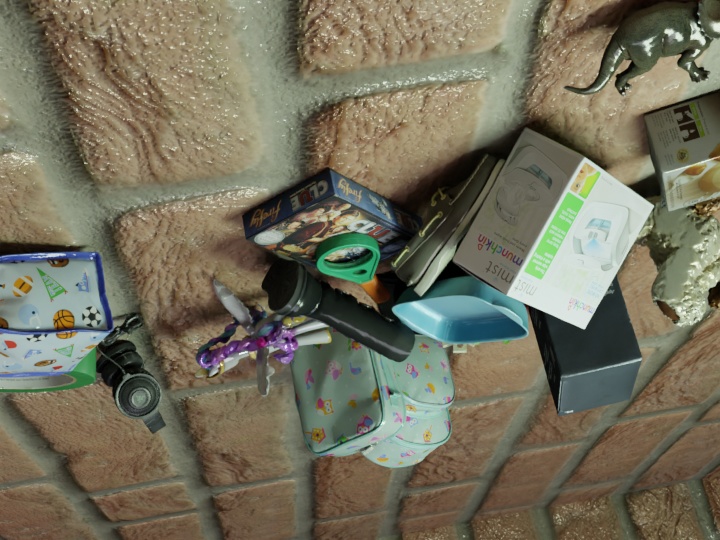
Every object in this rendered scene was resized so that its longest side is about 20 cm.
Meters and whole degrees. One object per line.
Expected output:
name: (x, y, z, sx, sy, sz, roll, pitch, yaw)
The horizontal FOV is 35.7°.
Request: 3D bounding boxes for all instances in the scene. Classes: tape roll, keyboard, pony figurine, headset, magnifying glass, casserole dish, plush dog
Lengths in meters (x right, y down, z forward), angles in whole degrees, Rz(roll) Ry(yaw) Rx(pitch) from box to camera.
tape roll: (-0.453, 0.124, 1.487, 0.198, 0.049, 0.201, -2, 166, -1)
keyboard: (0.077, 0.044, 1.637, 0.103, 0.040, 0.200, 9, 160, 11)
pony figurine: (-0.126, 0.088, 1.513, 0.199, 0.168, 0.193, -20, 167, -18)
headset: (-0.317, 0.144, 1.578, 0.094, 0.124, 0.201, -32, 140, -12)
magnifying glass: (0.000, 0.000, 1.420, 0.079, 0.023, 0.200, -17, 154, 11)
casserole dish: (0.128, 0.049, 1.410, 0.121, 0.039, 0.199, 32, 156, -29)
plush dog: (0.427, -0.033, 1.465, 0.160, 0.201, 0.172, -42, 153, 12)

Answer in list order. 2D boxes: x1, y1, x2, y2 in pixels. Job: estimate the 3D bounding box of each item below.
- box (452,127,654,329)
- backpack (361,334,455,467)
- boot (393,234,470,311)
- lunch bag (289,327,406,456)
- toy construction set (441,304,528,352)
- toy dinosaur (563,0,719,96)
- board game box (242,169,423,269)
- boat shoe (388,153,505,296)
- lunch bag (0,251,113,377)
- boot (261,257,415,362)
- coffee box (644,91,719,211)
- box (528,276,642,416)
box: (0.227, -0.045, 1.313, 0.199, 0.096, 0.177, 22, 99, -51)
backpack: (0.059, 0.198, 1.742, 0.175, 0.202, 0.153, 10, 148, -38)
boot: (0.137, -0.012, 1.462, 0.209, 0.080, 0.158, -20, 161, 0)
lunch bag: (-0.016, 0.171, 1.649, 0.159, 0.202, 0.077, -24, 155, 24)
toy construction set: (0.181, 0.075, 1.661, 0.131, 0.092, 0.200, -33, 167, -12)
toy dinosaur: (0.292, -0.228, 1.093, 0.198, 0.078, 0.103, -9, 145, 7)
board game box: (-0.028, -0.051, 1.358, 0.135, 0.035, 0.199, -25, 153, 28)
boat shoe: (0.102, -0.061, 1.327, 0.202, 0.060, 0.072, -58, 171, 29)
lunch bag: (-0.416, 0.052, 1.307, 0.199, 0.125, 0.170, -4, 158, -34)
boot: (-0.020, 0.062, 1.405, 0.199, 0.165, 0.066, 33, 96, -16)
coffee box: (0.439, -0.152, 1.291, 0.198, 0.080, 0.114, -17, 156, 13)
box: (0.312, 0.078, 1.593, 0.116, 0.202, 0.197, -13, 157, 3)
